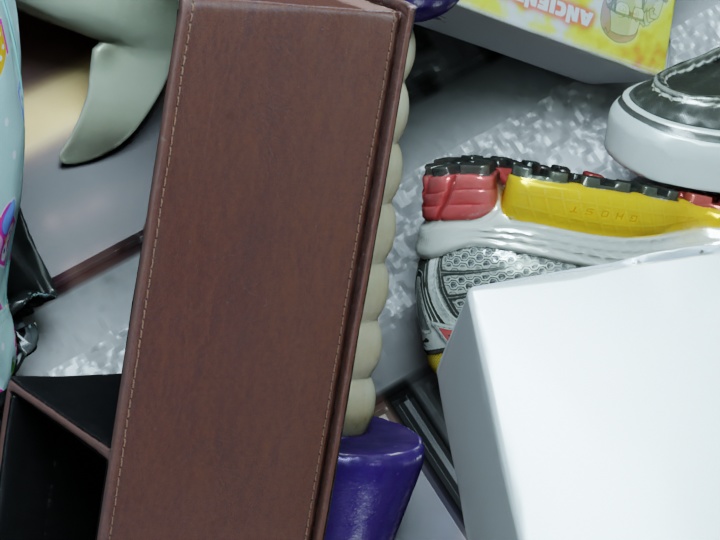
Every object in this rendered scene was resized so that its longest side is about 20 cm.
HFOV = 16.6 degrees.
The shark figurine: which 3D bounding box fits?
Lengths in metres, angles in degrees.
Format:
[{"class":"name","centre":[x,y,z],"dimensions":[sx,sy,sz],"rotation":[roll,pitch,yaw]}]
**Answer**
[{"class":"shark figurine","centre":[-0.114,-0.126,0.816],"dimensions":[0.214,0.090,0.128],"rotation":[30,106,-34]}]

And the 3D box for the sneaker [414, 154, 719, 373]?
[{"class":"sneaker","centre":[0.111,0.015,0.821],"dimensions":[0.199,0.078,0.083],"rotation":[9,95,-10]}]

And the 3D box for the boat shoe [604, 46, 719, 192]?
[{"class":"boat shoe","centre":[0.171,-0.075,0.841],"dimensions":[0.199,0.064,0.071],"rotation":[-13,32,-25]}]

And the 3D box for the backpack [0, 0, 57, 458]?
[{"class":"backpack","centre":[-0.164,-0.040,0.725],"dimensions":[0.166,0.127,0.201],"rotation":[5,103,-12]}]

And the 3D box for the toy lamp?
[{"class":"toy lamp","centre":[0.000,0.000,0.764],"dimensions":[0.058,0.058,0.201],"rotation":[7,102,-7]}]

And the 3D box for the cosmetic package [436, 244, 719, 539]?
[{"class":"cosmetic package","centre":[0.093,0.098,0.625],"dimensions":[0.112,0.081,0.201],"rotation":[-7,70,-7]}]

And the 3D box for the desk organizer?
[{"class":"desk organizer","centre":[-0.050,0.012,0.718],"dimensions":[0.077,0.072,0.201],"rotation":[0,107,-37]}]

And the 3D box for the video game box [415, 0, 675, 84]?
[{"class":"video game box","centre":[0.032,-0.174,0.818],"dimensions":[0.199,0.047,0.183],"rotation":[16,78,-34]}]
